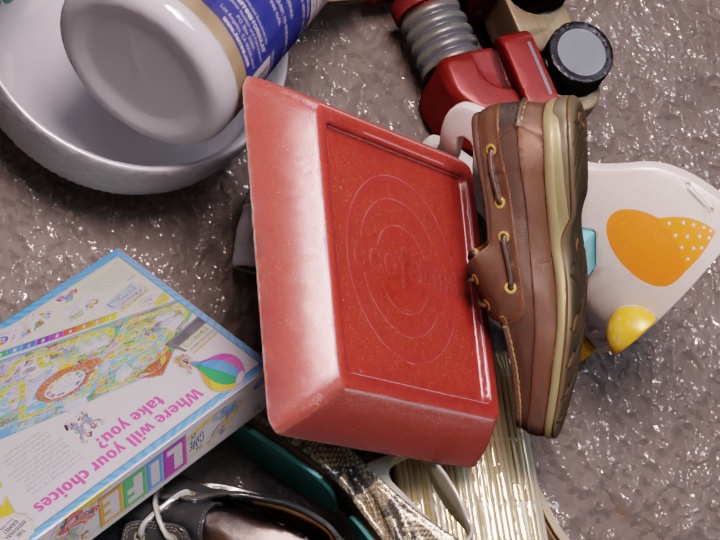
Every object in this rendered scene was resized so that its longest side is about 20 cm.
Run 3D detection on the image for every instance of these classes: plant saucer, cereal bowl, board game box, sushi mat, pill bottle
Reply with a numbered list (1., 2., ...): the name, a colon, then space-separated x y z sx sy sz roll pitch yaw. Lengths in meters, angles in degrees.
1. plant saucer: 0.015 0.002 1.046 0.199 0.036 0.202 17 62 -52
2. cereal bowl: -0.149 -0.132 1.135 0.198 0.083 0.202 10 63 -20
3. board game box: -0.165 0.080 1.023 0.134 0.034 0.200 35 52 28
4. sushi mat: 0.068 0.143 1.116 0.095 0.012 0.202 1 68 -23
5. pill bottle: -0.076 -0.178 1.073 0.115 0.116 0.200 38 56 -5

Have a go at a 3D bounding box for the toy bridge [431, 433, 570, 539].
1. toy bridge: 0.061 0.123 1.148 0.200 0.027 0.067 39 57 -4

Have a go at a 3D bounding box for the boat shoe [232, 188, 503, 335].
1. boat shoe: 0.013 0.008 1.159 0.199 0.072 0.069 24 76 -19

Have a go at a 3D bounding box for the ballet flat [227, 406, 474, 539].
1. ballet flat: 0.004 0.125 1.078 0.200 0.068 0.075 41 72 16

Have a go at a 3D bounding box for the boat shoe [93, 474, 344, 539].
1. boat shoe: -0.105 0.140 1.038 0.198 0.068 0.072 19 61 -11

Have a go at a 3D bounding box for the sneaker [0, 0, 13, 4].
1. sneaker: -0.251 -0.211 1.074 0.199 0.078 0.091 18 56 29

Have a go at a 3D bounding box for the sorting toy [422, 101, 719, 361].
1. sorting toy: 0.119 -0.038 1.179 0.180 0.200 0.107 40 81 -1

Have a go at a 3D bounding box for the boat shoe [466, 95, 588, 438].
1. boat shoe: 0.096 -0.002 1.074 0.067 0.072 0.202 2 104 14

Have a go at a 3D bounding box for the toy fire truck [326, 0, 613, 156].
1. toy fire truck: 0.051 -0.165 1.233 0.198 0.129 0.177 -16 75 -18
